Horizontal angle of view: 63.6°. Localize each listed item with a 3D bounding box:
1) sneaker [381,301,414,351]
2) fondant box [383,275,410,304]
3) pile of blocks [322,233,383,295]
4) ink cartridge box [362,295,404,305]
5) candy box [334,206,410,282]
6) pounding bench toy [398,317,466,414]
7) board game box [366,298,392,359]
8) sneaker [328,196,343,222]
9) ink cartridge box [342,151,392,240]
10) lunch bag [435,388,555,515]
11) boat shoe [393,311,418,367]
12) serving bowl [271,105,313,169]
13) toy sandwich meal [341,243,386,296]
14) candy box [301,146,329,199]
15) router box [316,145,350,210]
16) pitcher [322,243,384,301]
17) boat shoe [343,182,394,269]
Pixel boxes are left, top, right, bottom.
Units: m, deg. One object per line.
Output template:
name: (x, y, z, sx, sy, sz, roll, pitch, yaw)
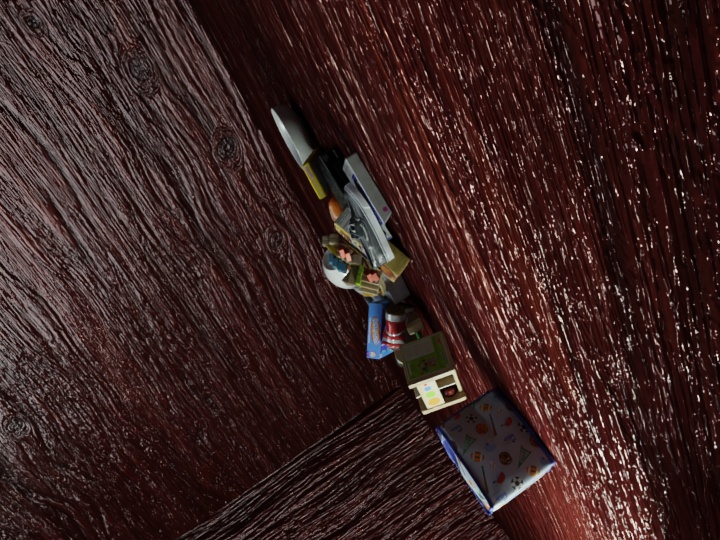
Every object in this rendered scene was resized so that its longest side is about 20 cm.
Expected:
sneaker: (0.105, 0.155, 1.620, 0.200, 0.070, 0.115, -23, -61, -72)
fondant box: (0.056, -0.019, 1.640, 0.202, 0.058, 0.144, 61, 174, -24)
pile of blocks: (-0.029, -0.016, 1.426, 0.199, 0.083, 0.062, 39, 174, 12)
ink cartridge box: (0.056, 0.065, 1.856, 0.039, 0.100, 0.201, 8, -140, -53)
candy box: (0.026, -0.061, 1.421, 0.199, 0.057, 0.117, 41, 172, 5)
pounding bench toy: (0.183, 0.244, 1.530, 0.202, 0.122, 0.157, -102, -11, -46)
board game box: (0.073, 0.163, 1.697, 0.199, 0.044, 0.156, -8, -79, -70)
sneaker: (-0.021, -0.136, 1.720, 0.201, 0.073, 0.077, 52, 164, -12)
ink cartridge box: (0.024, -0.163, 1.309, 0.203, 0.037, 0.095, 62, 173, 1)
lunch bag: (0.276, 0.372, 1.218, 0.201, 0.168, 0.125, 54, 168, 27)
boat shoe: (0.132, 0.205, 1.666, 0.203, 0.072, 0.064, -76, -1, -52)
serving bowl: (-0.191, -0.407, 1.735, 0.203, 0.065, 0.200, 60, 175, 8)
toy sandwich meal: (0.000, 0.000, 1.569, 0.207, 0.069, 0.205, 58, 175, 7)
candy box: (-0.115, -0.276, 1.627, 0.103, 0.026, 0.201, 59, -164, -18)
router box: (-0.041, -0.212, 1.506, 0.202, 0.051, 0.149, 58, 174, -5)
pitcher: (-0.015, 0.015, 1.725, 0.171, 0.122, 0.200, 44, -177, 38)
boat shoe: (0.004, -0.097, 1.313, 0.203, 0.067, 0.072, 62, 173, -19)
